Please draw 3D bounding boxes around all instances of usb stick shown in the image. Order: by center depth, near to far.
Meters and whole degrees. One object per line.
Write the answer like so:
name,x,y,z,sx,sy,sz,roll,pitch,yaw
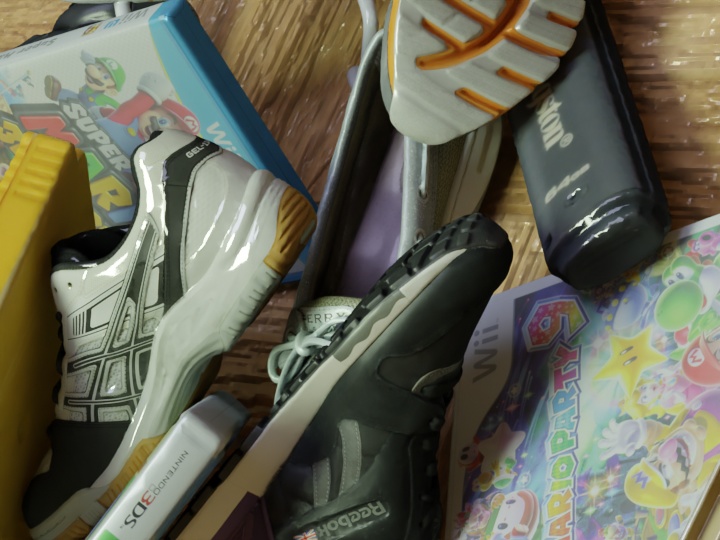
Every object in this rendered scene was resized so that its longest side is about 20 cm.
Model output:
usb stick,0.085,-0.069,0.915,0.055,0.033,0.201,-32,36,18

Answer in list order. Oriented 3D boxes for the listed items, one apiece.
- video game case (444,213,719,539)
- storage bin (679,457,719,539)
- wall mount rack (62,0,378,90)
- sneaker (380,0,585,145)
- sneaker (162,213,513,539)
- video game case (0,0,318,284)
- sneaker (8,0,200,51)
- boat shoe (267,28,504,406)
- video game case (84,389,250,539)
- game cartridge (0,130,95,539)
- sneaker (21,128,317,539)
video game case,0.117,0.047,0.819,0.199,0.018,0.144,-21,48,33
storage bin,0.214,0.067,0.630,0.199,0.094,0.200,17,73,44
wall mount rack,-0.068,-0.150,1.071,0.198,0.075,0.175,-6,46,-11
sneaker,0.051,-0.135,0.935,0.077,0.078,0.201,-27,36,56
sneaker,0.009,0.069,0.851,0.200,0.087,0.076,-50,0,23
video game case,-0.117,-0.043,1.026,0.199,0.144,0.018,-10,33,40
sneaker,-0.103,-0.087,1.099,0.199,0.076,0.114,21,61,36
boat shoe,0.001,-0.001,0.931,0.074,0.065,0.204,4,68,47
video game case,-0.109,0.128,0.886,0.183,0.022,0.200,-53,-1,-1
game cartridge,-0.157,0.064,0.953,0.032,0.177,0.201,12,54,8
sneaker,-0.100,0.027,0.939,0.201,0.087,0.076,-56,0,21
